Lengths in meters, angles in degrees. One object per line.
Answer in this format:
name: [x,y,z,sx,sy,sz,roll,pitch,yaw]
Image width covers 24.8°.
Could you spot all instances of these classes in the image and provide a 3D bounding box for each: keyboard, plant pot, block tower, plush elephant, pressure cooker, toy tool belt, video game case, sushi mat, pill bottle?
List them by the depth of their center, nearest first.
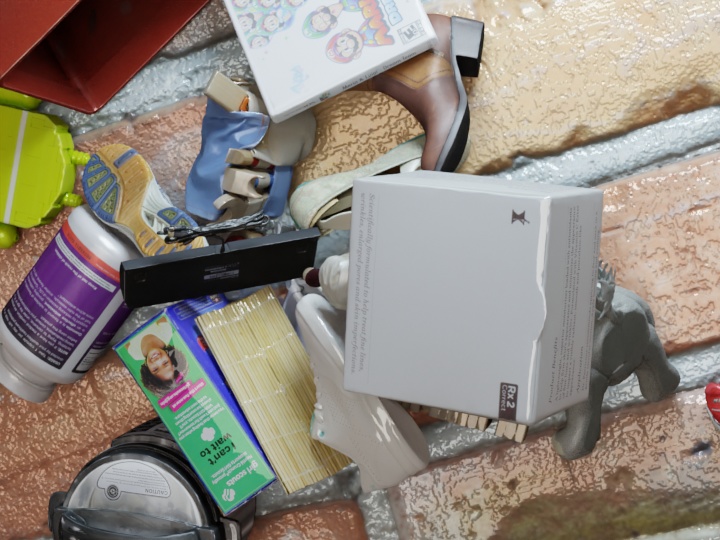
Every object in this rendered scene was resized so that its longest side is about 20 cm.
keyboard: [-0.135,-0.017,1.583,0.198,0.128,0.021,-11,59,-16]
plush elephant: [0.197,0.058,1.600,0.154,0.164,0.202,25,141,46]
sushi mat: [-0.080,0.116,1.606,0.201,0.095,0.012,61,144,12]
video game case: [-0.040,-0.270,1.631,0.180,0.024,0.202,-25,68,5]
plant pot: [-0.297,-0.302,1.651,0.200,0.200,0.177,-42,75,12]
toy tool belt: [-0.131,-0.096,1.655,0.124,0.122,0.203,18,99,38]
pressure cooker: [-0.207,0.253,1.670,0.175,0.200,0.179,-38,87,16]
block tower: [0.080,0.120,1.671,0.198,0.054,0.058,17,98,11]
pill bottle: [-0.305,0.038,1.717,0.112,0.112,0.201,39,101,6]

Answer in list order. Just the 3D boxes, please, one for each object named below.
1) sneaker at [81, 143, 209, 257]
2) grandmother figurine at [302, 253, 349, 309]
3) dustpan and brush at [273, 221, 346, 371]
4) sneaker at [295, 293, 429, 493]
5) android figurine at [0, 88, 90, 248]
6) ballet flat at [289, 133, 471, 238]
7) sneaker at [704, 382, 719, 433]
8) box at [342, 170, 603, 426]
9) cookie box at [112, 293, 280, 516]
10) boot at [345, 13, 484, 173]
sneaker: [-0.217,-0.047,1.682,0.075,0.088,0.200,-38,56,-4]
grandmother figurine: [0.000,0.000,1.602,0.120,0.200,0.061,-13,92,12]
dustpan and brush: [-0.055,0.041,1.680,0.140,0.057,0.202,-44,46,49]
sneaker: [-0.020,0.123,1.570,0.088,0.075,0.201,-32,90,19]
android figurine: [-0.385,-0.116,1.756,0.198,0.041,0.184,11,96,13]
ballet flat: [0.026,-0.079,1.641,0.198,0.068,0.063,-22,46,0]
sneaker: [0.423,0.092,1.585,0.199,0.077,0.085,-32,83,13]
box: [0.101,0.018,1.477,0.198,0.130,0.202,8,99,29]
cookie box: [-0.140,0.128,1.660,0.075,0.171,0.201,-36,87,15]
boot: [0.013,-0.182,1.618,0.197,0.069,0.190,7,71,8]
